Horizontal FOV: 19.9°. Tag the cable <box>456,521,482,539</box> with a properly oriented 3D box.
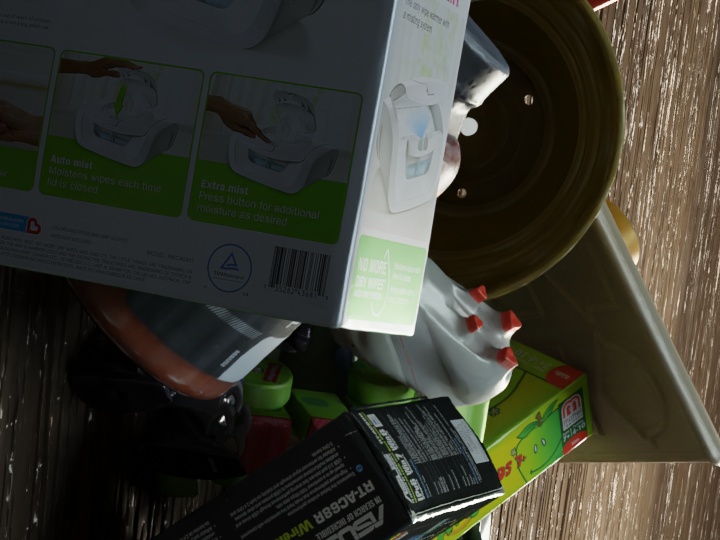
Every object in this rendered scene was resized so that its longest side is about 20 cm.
[{"bbox_3d":[0.008,0.205,1.222,0.051,0.163,0.201,26,47,-27],"label":"cable"}]

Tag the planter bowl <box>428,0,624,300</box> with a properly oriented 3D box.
[{"bbox_3d":[0.052,-0.082,1.133,0.083,0.199,0.202,-3,102,-74],"label":"planter bowl"}]

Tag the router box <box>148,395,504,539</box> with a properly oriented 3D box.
[{"bbox_3d":[-0.042,0.139,1.002,0.062,0.200,0.150,59,16,11],"label":"router box"}]

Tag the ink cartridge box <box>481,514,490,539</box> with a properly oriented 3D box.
[{"bbox_3d":[0.030,0.270,1.368,0.148,0.085,0.201,-48,145,-74],"label":"ink cartridge box"}]

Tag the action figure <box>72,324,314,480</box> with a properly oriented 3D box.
[{"bbox_3d":[-0.067,0.010,1.035,0.130,0.069,0.200,60,36,-34],"label":"action figure"}]

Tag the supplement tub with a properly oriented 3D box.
[{"bbox_3d":[-0.030,-0.043,0.892,0.200,0.107,0.107,-42,164,13],"label":"supplement tub"}]

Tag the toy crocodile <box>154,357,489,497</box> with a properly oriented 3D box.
[{"bbox_3d":[-0.019,0.088,1.099,0.199,0.062,0.068,1,113,-26],"label":"toy crocodile"}]

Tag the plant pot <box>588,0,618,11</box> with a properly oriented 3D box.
[{"bbox_3d":[0.156,-0.273,1.266,0.200,0.175,0.201,-47,121,-57],"label":"plant pot"}]

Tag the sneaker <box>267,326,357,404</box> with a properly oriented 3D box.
[{"bbox_3d":[0.004,-0.004,1.189,0.067,0.089,0.201,54,50,-63],"label":"sneaker"}]

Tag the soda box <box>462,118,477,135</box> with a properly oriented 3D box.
[{"bbox_3d":[0.026,-0.143,1.220,0.200,0.063,0.068,74,31,-50],"label":"soda box"}]

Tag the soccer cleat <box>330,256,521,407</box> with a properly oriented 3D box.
[{"bbox_3d":[0.000,0.000,1.043,0.200,0.077,0.069,47,32,-21],"label":"soccer cleat"}]

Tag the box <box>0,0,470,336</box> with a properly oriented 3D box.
[{"bbox_3d":[-0.070,-0.078,0.801,0.097,0.199,0.177,11,88,-70],"label":"box"}]

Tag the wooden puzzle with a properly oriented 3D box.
[{"bbox_3d":[0.129,0.028,1.224,0.046,0.200,0.186,-32,102,-25],"label":"wooden puzzle"}]

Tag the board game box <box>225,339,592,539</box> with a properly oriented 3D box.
[{"bbox_3d":[0.031,0.110,1.193,0.200,0.101,0.048,-33,130,-32],"label":"board game box"}]
